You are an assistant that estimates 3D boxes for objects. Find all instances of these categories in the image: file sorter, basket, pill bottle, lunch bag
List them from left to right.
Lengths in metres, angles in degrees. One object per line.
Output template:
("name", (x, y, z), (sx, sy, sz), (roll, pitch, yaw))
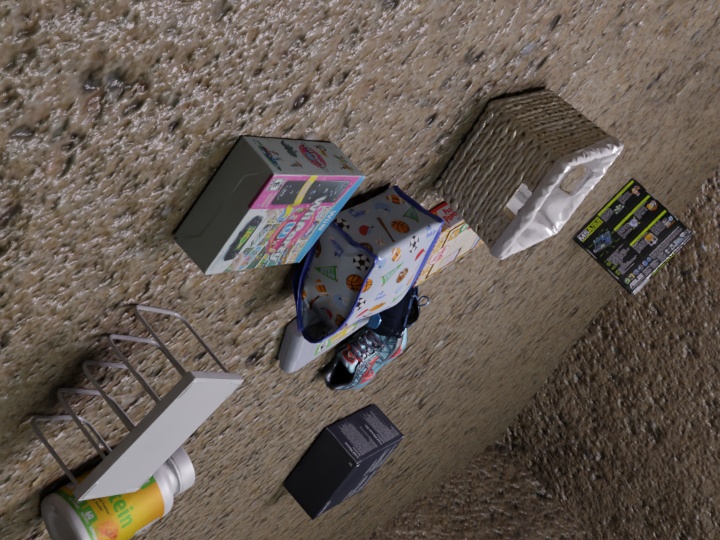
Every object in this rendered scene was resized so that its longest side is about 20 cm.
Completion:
("pill bottle", (-0.334, 0.316, 1.609), (0.200, 0.111, 0.111), (-30, 158, -37))
("file sorter", (-0.270, 0.156, 1.370), (0.200, 0.125, 0.139), (-46, 163, 8))
("lunch bag", (0.000, 0.000, 1.611), (0.170, 0.124, 0.201), (-27, 148, -44))
("basket", (0.255, -0.154, 1.749), (0.200, 0.161, 0.199), (-20, 151, -49))

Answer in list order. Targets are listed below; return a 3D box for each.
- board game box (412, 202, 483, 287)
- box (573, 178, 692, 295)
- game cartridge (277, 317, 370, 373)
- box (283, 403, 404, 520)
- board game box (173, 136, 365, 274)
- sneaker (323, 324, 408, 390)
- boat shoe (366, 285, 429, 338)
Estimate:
("board game box", (0.164, -0.071, 1.920), (0.200, 0.046, 0.152), (-31, 158, -35))
("box", (0.632, -0.078, 2.669), (0.200, 0.193, 0.048), (-46, 160, 3))
("game cartridge", (-0.041, 0.076, 1.828), (0.200, 0.040, 0.134), (-33, 155, -30))
("box", (-0.035, 0.406, 2.457), (0.182, 0.104, 0.200), (-19, 149, -54))
("board game box", (-0.101, -0.075, 1.321), (0.148, 0.064, 0.200), (-51, 161, 22))
("sneaker", (0.007, 0.147, 2.019), (0.095, 0.079, 0.200), (-13, 144, -54))
("boat shoe", (0.066, 0.070, 1.917), (0.084, 0.068, 0.200), (-64, 174, 31))
